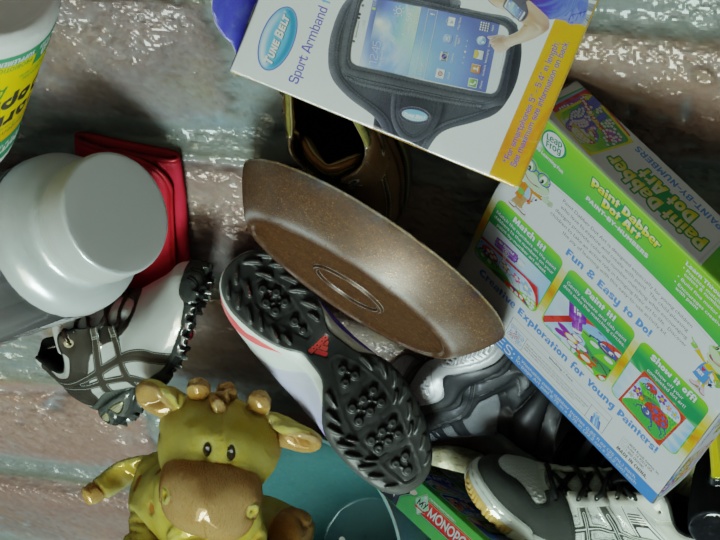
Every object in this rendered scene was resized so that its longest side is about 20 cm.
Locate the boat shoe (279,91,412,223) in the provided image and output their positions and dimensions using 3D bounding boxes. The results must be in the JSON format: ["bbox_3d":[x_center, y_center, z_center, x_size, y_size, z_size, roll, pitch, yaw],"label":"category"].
[{"bbox_3d":[-0.017,-0.082,1.188,0.072,0.068,0.200,3,140,19],"label":"boat shoe"}]

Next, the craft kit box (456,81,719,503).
[{"bbox_3d":[0.156,0.017,1.183,0.200,0.049,0.198,46,148,17],"label":"craft kit box"}]

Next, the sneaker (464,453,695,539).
[{"bbox_3d":[0.168,0.156,1.322,0.200,0.076,0.088,22,121,-21],"label":"sneaker"}]

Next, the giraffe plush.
[{"bbox_3d":[-0.101,0.156,1.346,0.172,0.200,0.162,-5,143,-23],"label":"giraffe plush"}]

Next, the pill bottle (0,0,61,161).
[{"bbox_3d":[-0.261,-0.123,1.198,0.113,0.113,0.200,24,141,-8],"label":"pill bottle"}]

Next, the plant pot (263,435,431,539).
[{"bbox_3d":[-0.022,0.226,1.494,0.200,0.200,0.135,-8,171,29],"label":"plant pot"}]

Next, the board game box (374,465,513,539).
[{"bbox_3d":[0.121,0.194,1.378,0.200,0.029,0.135,19,-167,-43],"label":"board game box"}]

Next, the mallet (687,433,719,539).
[{"bbox_3d":[0.229,0.086,1.244,0.041,0.066,0.200,1,123,17],"label":"mallet"}]

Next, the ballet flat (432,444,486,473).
[{"bbox_3d":[0.104,0.202,1.495,0.066,0.057,0.200,-9,135,29],"label":"ballet flat"}]

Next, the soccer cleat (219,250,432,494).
[{"bbox_3d":[-0.023,0.071,1.334,0.200,0.068,0.073,49,169,3],"label":"soccer cleat"}]

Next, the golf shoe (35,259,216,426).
[{"bbox_3d":[-0.172,0.044,1.368,0.094,0.078,0.200,29,139,-12],"label":"golf shoe"}]

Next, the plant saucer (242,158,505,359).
[{"bbox_3d":[0.000,0.000,1.233,0.200,0.035,0.200,32,167,8],"label":"plant saucer"}]

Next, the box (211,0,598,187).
[{"bbox_3d":[0.019,-0.138,1.075,0.200,0.041,0.119,21,100,-6],"label":"box"}]

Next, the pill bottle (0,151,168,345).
[{"bbox_3d":[-0.218,-0.016,1.295,0.111,0.111,0.200,40,145,-26],"label":"pill bottle"}]

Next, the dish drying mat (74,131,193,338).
[{"bbox_3d":[-0.158,-0.019,1.361,0.077,0.018,0.200,13,142,9],"label":"dish drying mat"}]

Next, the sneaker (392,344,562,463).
[{"bbox_3d":[0.080,0.103,1.367,0.114,0.076,0.200,32,137,-14],"label":"sneaker"}]

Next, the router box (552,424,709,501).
[{"bbox_3d":[0.235,0.124,1.351,0.157,0.052,0.200,20,142,-3],"label":"router box"}]
